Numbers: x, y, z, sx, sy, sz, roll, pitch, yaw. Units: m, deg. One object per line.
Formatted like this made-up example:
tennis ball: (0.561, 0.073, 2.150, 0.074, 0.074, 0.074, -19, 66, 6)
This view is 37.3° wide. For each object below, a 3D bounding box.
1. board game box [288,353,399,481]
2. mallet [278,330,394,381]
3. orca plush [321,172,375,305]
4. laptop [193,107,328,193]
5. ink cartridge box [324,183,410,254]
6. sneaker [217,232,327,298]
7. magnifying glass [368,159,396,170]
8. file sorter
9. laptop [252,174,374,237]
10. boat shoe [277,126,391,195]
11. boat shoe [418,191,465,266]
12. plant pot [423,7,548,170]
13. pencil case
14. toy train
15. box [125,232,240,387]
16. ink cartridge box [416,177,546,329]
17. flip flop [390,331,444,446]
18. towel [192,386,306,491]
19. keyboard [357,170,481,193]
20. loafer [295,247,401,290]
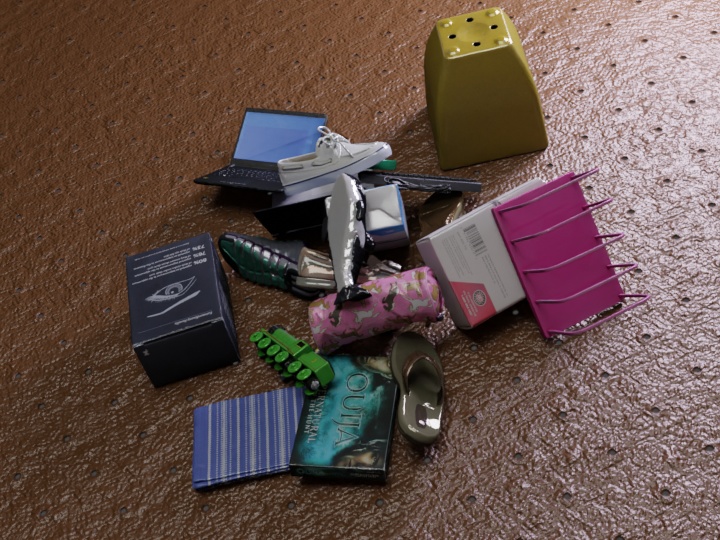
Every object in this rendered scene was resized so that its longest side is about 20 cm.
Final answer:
board game box: (-0.016, 0.202, 1.496, 0.133, 0.028, 0.202, 0, 44, 10)
mallet: (-0.040, 0.100, 1.612, 0.198, 0.041, 0.066, -26, 47, -4)
orca plush: (0.001, -0.043, 1.544, 0.070, 0.105, 0.202, 14, 46, -31)
laptop: (-0.174, -0.216, 1.890, 0.175, 0.105, 0.200, 7, 20, 23)
ink cartridge box: (0.017, -0.072, 1.687, 0.114, 0.200, 0.068, -11, 79, 5)
sneaker: (-0.135, -0.022, 1.738, 0.198, 0.075, 0.088, 24, 47, 20)
magnifying glass: (-0.009, -0.181, 1.815, 0.079, 0.023, 0.199, 0, 8, -31)
file sorter: (0.298, -0.025, 1.489, 0.137, 0.203, 0.125, -24, 3, -12)
laptop: (-0.073, -0.133, 1.769, 0.184, 0.117, 0.202, -11, 41, 6)
boat shoe: (-0.049, -0.189, 1.708, 0.199, 0.087, 0.075, -15, 13, 30)
boat shoe: (0.132, -0.059, 1.697, 0.072, 0.063, 0.201, -11, 37, 25)
plant pot: (0.203, -0.326, 1.825, 0.191, 0.202, 0.197, -12, 46, 5)
pencil case: (0.021, 0.058, 1.537, 0.197, 0.088, 0.083, -15, 3, 13)
toy train: (-0.101, 0.125, 1.566, 0.056, 0.042, 0.199, -35, 31, -16)
box: (-0.279, 0.060, 1.668, 0.146, 0.105, 0.202, -16, 46, 0)
ink cartridge box: (0.205, -0.025, 1.575, 0.198, 0.148, 0.083, -28, 3, -12)
flip flop: (0.084, 0.155, 1.480, 0.080, 0.058, 0.201, 14, 36, -8)
towel: (-0.146, 0.237, 1.526, 0.197, 0.024, 0.146, -12, 44, 2)
keyboard: (0.095, -0.142, 1.696, 0.196, 0.021, 0.127, 3, 14, -5)
loafer: (0.000, 0.000, 1.635, 0.196, 0.072, 0.064, 3, 90, -2)
